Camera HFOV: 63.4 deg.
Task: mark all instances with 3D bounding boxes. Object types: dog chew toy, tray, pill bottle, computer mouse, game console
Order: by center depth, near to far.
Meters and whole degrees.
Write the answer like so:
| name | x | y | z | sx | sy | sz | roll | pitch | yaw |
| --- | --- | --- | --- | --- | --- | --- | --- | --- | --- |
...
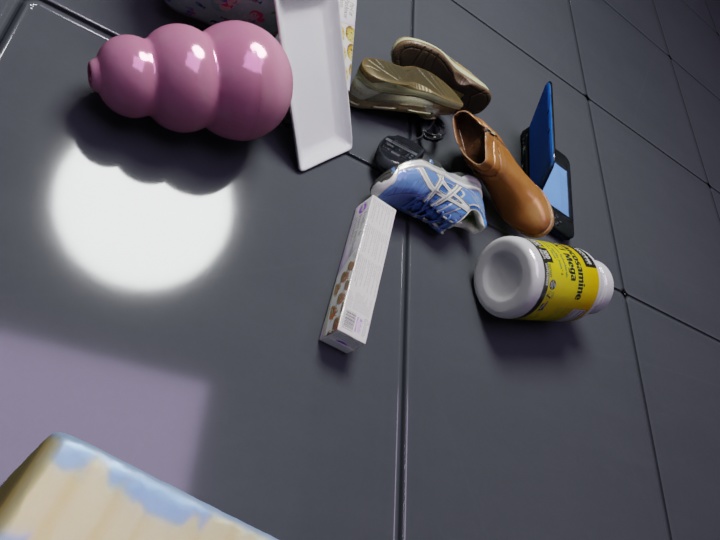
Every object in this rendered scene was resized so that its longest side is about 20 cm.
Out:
| name | x | y | z | sx | sy | sz | roll | pitch | yaw |
| --- | --- | --- | --- | --- | --- | --- | --- | --- | --- |
| dog chew toy | -0.174 | -0.198 | 0.608 | 0.200 | 0.125 | 0.125 | -9 | 72 | -32 |
| tray | -0.058 | -0.231 | 0.709 | 0.107 | 0.022 | 0.200 | -36 | 130 | -43 |
| pill bottle | 0.268 | 0.016 | 0.834 | 0.200 | 0.112 | 0.113 | 6 | 64 | -36 |
| computer mouse | 0.075 | -0.182 | 0.851 | 0.059 | 0.034 | 0.200 | 32 | 41 | 12 |
| game console | 0.337 | -0.183 | 0.989 | 0.171 | 0.118 | 0.200 | 27 | 54 | -23 |

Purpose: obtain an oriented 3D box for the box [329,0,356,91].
| name | x | y | z | sx | sy | sz | roll | pitch | yaw |
| --- | --- | --- | --- | --- | --- | --- | --- | --- | --- |
| box | -0.036 | -0.318 | 0.816 | 0.041 | 0.039 | 0.200 | 22 | 56 | -28 |

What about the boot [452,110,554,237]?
| name | x | y | z | sx | sy | sz | roll | pitch | yaw |
| --- | --- | --- | --- | --- | --- | --- | --- | --- | --- |
| boot | 0.203 | -0.139 | 0.858 | 0.200 | 0.074 | 0.155 | 57 | 17 | 19 |

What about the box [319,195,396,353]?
| name | x | y | z | sx | sy | sz | roll | pitch | yaw |
| --- | --- | --- | --- | --- | --- | --- | --- | --- | --- |
| box | 0.000 | 0.000 | 0.686 | 0.041 | 0.039 | 0.200 | 31 | 52 | -23 |

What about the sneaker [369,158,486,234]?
| name | x | y | z | sx | sy | sz | roll | pitch | yaw |
| --- | --- | --- | --- | --- | --- | --- | --- | --- | --- |
| sneaker | 0.102 | -0.096 | 0.789 | 0.200 | 0.076 | 0.077 | 2 | 62 | -35 |

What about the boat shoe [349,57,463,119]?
| name | x | y | z | sx | sy | sz | roll | pitch | yaw |
| --- | --- | --- | --- | --- | --- | --- | --- | --- | --- |
| boat shoe | 0.069 | -0.258 | 0.864 | 0.201 | 0.063 | 0.073 | -4 | 54 | -42 |

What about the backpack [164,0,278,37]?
| name | x | y | z | sx | sy | sz | roll | pitch | yaw |
| --- | --- | --- | --- | --- | --- | --- | --- | --- | --- |
| backpack | -0.134 | -0.377 | 0.673 | 0.177 | 0.200 | 0.151 | 13 | 60 | -33 |

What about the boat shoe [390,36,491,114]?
| name | x | y | z | sx | sy | sz | roll | pitch | yaw |
| --- | --- | --- | --- | --- | --- | --- | --- | --- | --- |
| boat shoe | 0.123 | -0.321 | 0.942 | 0.200 | 0.072 | 0.076 | 22 | 41 | -36 |

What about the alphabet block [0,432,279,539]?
| name | x | y | z | sx | sy | sz | roll | pitch | yaw |
| --- | --- | --- | --- | --- | --- | --- | --- | --- | --- |
| alphabet block | -0.163 | 0.238 | 0.330 | 0.195 | 0.196 | 0.200 | 34 | 51 | -17 |
